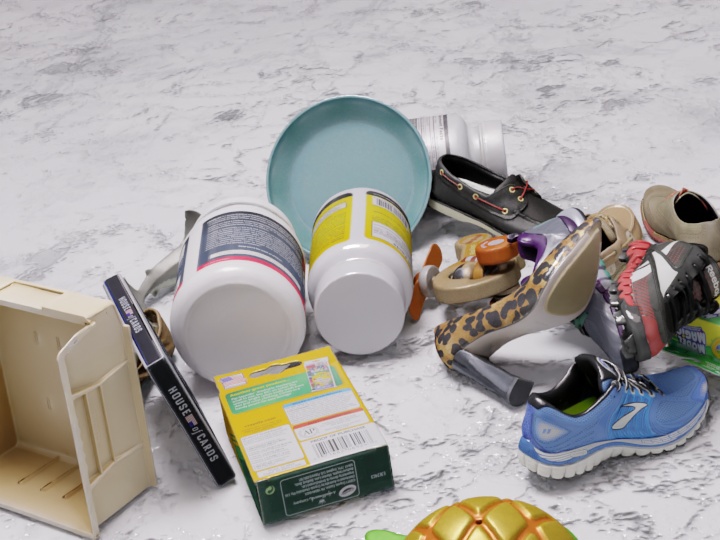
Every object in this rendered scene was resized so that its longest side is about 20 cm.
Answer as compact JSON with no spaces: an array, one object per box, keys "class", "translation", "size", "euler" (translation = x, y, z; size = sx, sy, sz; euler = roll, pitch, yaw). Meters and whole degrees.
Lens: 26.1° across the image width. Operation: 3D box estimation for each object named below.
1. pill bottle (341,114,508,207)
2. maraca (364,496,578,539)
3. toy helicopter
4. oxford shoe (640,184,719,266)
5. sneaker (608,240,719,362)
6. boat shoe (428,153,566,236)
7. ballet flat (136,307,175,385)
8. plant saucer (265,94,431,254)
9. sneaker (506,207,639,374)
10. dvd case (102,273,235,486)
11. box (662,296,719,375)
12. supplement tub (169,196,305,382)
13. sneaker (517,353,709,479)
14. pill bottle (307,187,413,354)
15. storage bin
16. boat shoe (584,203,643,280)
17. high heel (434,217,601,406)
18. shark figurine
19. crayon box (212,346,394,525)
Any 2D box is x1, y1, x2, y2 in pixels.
[{"class":"pill bottle","translation":[0.080,-0.133,1.913],"size":[0.198,0.112,0.111],"euler":[-6,26,5]},{"class":"maraca","translation":[0.075,0.233,1.191],"size":[0.198,0.108,0.137],"euler":[-6,27,8]},{"class":"toy helicopter","translation":[0.116,-0.001,1.708],"size":[0.131,0.079,0.200],"euler":[-15,15,9]},{"class":"oxford shoe","translation":[0.363,-0.064,1.722],"size":[0.070,0.075,0.200],"euler":[-14,26,-8]},{"class":"sneaker","translation":[0.285,0.022,1.436],"size":[0.097,0.071,0.201],"euler":[-8,19,19]},{"class":"boat shoe","translation":[0.170,-0.078,1.801],"size":[0.200,0.064,0.074],"euler":[23,31,24]},{"class":"ballet flat","translation":[-0.250,0.100,1.601],"size":[0.067,0.073,0.200],"euler":[3,29,22]},{"class":"plant saucer","translation":[-0.012,-0.106,1.846],"size":[0.198,0.202,0.036],"euler":[-6,-8,7]},{"class":"sneaker","translation":[0.213,0.031,1.556],"size":[0.087,0.075,0.201],"euler":[-19,50,0]},{"class":"dvd case","translation":[-0.186,0.102,1.491],"size":[0.025,0.151,0.200],"euler":[-30,30,-6]},{"class":"box","translation":[0.385,0.050,1.492],"size":[0.199,0.049,0.117],"euler":[-18,20,-25]},{"class":"supplement tub","translation":[-0.127,0.018,1.647],"size":[0.139,0.141,0.200],"euler":[-8,27,2]},{"class":"sneaker","translation":[0.231,0.117,1.387],"size":[0.199,0.090,0.078],"euler":[-15,27,-26]},{"class":"pill bottle","translation":[0.000,0.000,1.673],"size":[0.113,0.115,0.200],"euler":[-7,26,5]},{"class":"storage bin","translation":[-0.303,0.119,1.443],"size":[0.199,0.200,0.094],"euler":[10,28,35]},{"class":"boat shoe","translation":[0.267,-0.031,1.701],"size":[0.071,0.065,0.200],"euler":[1,28,19]},{"class":"high heel","translation":[0.150,0.019,1.530],"size":[0.071,0.201,0.142],"euler":[26,4,-42]},{"class":"shark figurine","translation":[-0.205,-0.021,1.815],"size":[0.213,0.090,0.128],"euler":[-24,28,-31]},{"class":"crayon box","translation":[-0.057,0.151,1.461],"size":[0.125,0.052,0.200],"euler":[-15,28,-10]}]
